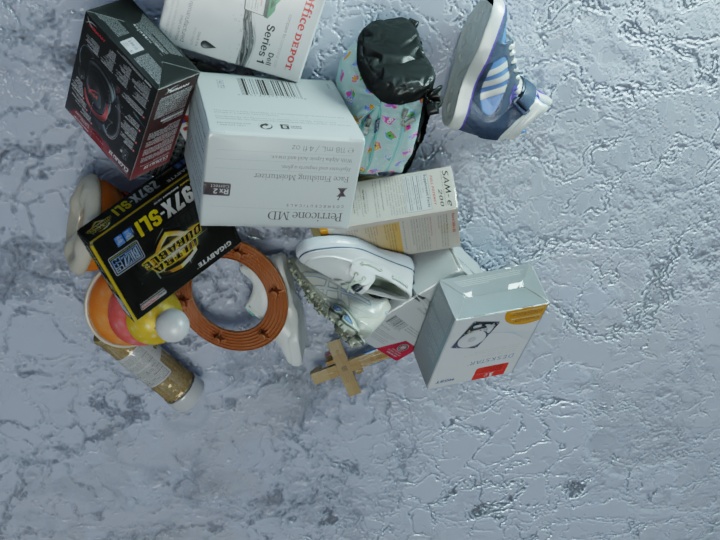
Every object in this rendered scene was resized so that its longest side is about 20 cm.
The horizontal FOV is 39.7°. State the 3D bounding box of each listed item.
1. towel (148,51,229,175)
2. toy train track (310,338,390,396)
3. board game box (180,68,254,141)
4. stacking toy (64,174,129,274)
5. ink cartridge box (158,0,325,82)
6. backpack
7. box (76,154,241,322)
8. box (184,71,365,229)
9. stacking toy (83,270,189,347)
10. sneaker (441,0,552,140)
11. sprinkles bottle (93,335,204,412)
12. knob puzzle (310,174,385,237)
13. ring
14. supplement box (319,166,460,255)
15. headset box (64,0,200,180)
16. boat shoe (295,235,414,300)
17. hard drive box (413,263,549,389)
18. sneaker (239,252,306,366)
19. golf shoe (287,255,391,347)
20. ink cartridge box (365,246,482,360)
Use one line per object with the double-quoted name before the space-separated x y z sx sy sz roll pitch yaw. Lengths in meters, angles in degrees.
"towel" -0.218 -0.198 1.439 0.192 0.035 0.200 21 120 -17
"toy train track" 0.011 0.144 1.696 0.199 0.033 0.115 -19 117 3
"board game box" -0.171 -0.176 1.424 0.126 0.035 0.200 -20 126 8
"stacking toy" -0.327 -0.056 1.478 0.199 0.146 0.147 8 125 -26
"ink cartridge box" -0.151 -0.351 1.307 0.199 0.084 0.147 14 123 -12
"backpack" 0.028 -0.226 1.370 0.126 0.167 0.200 2 140 -12
"box" -0.280 -0.047 1.415 0.200 0.049 0.160 -38 135 -20
"box" -0.118 -0.158 1.297 0.198 0.200 0.131 0 122 -17
"stacking toy" -0.317 0.068 1.498 0.146 0.200 0.147 -10 108 -33
"sneaker" 0.208 -0.276 1.394 0.146 0.081 0.201 7 121 -18
"sprinkles bottle" -0.348 0.153 1.651 0.068 0.068 0.200 -33 120 18
"knob puzzle" 0.028 -0.070 1.546 0.218 0.031 0.221 -1 124 -2
"ring" -0.209 0.042 1.573 0.199 0.019 0.201 7 118 14
"supplement box" 0.042 -0.077 1.451 0.199 0.074 0.126 -9 155 2
"headset box" -0.308 -0.230 1.318 0.149 0.075 0.200 46 139 12
"boat shoe" 0.000 0.000 1.434 0.199 0.067 0.074 9 151 -31
"hard drive box" 0.181 0.088 1.535 0.155 0.077 0.200 -10 147 -17
"sneaker" -0.142 0.066 1.611 0.088 0.075 0.201 -8 115 8
"golf shoe" -0.031 0.030 1.532 0.097 0.200 0.078 -39 146 -10
"ink cartridge box" 0.093 0.043 1.570 0.200 0.084 0.145 -32 145 16
